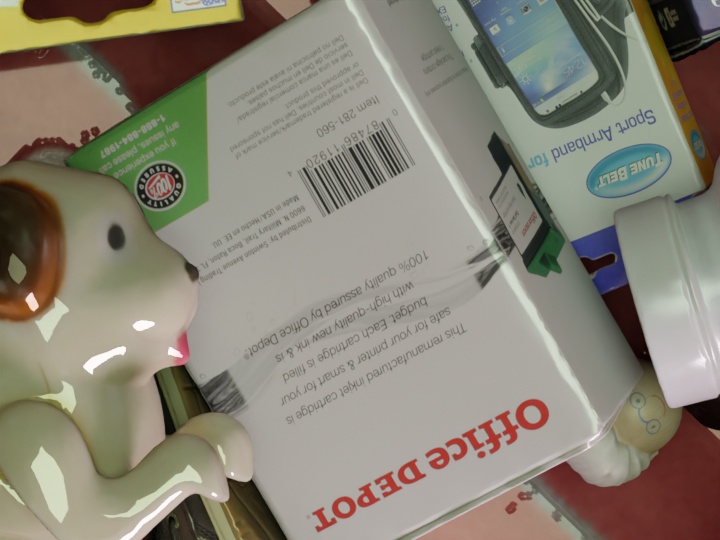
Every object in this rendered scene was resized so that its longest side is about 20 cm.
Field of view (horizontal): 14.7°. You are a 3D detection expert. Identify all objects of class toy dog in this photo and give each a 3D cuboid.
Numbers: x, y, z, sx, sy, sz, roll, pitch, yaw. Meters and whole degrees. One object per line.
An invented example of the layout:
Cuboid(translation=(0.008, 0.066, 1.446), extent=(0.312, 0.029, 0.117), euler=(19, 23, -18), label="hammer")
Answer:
Cuboid(translation=(-0.131, 0.057, 1.067), extent=(0.193, 0.139, 0.201), euler=(24, 102, 17), label="toy dog")

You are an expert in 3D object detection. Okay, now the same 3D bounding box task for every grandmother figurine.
Cuboid(translation=(0.163, 0.018, 1.173), extent=(0.200, 0.061, 0.122), euler=(-36, 85, -8), label="grandmother figurine")

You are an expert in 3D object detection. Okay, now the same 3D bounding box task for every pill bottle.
Cuboid(translation=(0.203, -0.013, 1.076), extent=(0.199, 0.112, 0.113), euler=(-16, 92, 8), label="pill bottle")

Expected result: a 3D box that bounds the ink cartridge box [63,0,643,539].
Cuboid(translation=(0.000, 0.000, 1.116), extent=(0.146, 0.084, 0.201), euler=(-28, 94, 23), label="ink cartridge box")

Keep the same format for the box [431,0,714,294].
Cuboid(translation=(0.063, -0.085, 1.150), extent=(0.119, 0.041, 0.201), euler=(-21, 95, 18), label="box")

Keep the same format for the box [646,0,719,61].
Cuboid(translation=(0.159, -0.206, 1.148), extent=(0.147, 0.104, 0.201), euler=(-23, 93, -5), label="box")

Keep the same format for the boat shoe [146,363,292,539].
Cuboid(translation=(-0.057, 0.113, 1.142), extent=(0.066, 0.072, 0.202), euler=(-28, 82, 24), label="boat shoe")

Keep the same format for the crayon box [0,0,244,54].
Cuboid(translation=(-0.123, -0.191, 1.144), extent=(0.125, 0.052, 0.201), euler=(-8, 90, -6), label="crayon box")
